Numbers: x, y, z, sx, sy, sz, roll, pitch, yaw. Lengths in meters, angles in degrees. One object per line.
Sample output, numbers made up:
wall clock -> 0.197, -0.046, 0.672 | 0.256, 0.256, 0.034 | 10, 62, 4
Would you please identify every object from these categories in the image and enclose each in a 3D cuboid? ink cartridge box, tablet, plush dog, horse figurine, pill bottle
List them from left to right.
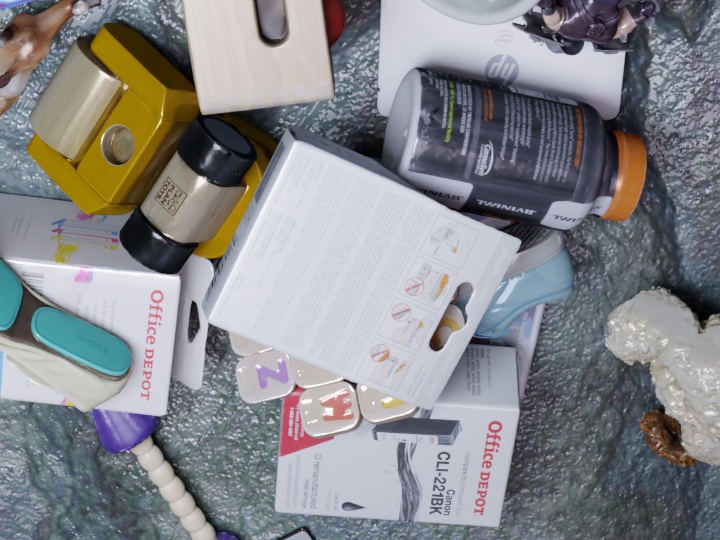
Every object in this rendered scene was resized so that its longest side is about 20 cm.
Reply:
horse figurine -> -0.284, -0.145, 1.468 | 0.050, 0.133, 0.200 | 39, 127, -8
ink cartridge box -> -0.222, 0.028, 1.540 | 0.199, 0.125, 0.129 | 7, 115, -6
ink cartridge box -> 0.000, 0.000, 1.456 | 0.199, 0.047, 0.161 | 23, 105, -17
ink cartridge box -> 0.031, 0.136, 1.608 | 0.199, 0.084, 0.145 | 4, 129, -3
tablet -> 0.114, -0.183, 1.517 | 0.199, 0.014, 0.131 | 1, 116, -2
pill bottle -> 0.124, -0.091, 1.501 | 0.199, 0.106, 0.107 | 11, 115, -11
plush dog -> 0.322, 0.103, 1.603 | 0.199, 0.161, 0.172 | -15, 142, 7

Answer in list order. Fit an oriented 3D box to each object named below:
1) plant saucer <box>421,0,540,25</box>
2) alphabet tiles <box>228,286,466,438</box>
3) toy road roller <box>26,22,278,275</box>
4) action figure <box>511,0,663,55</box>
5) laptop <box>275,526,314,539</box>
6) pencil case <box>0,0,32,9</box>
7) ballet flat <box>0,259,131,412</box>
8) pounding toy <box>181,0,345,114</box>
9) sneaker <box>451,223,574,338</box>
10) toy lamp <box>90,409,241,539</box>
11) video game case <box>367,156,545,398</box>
plant saucer -> 0.083, -0.285, 1.408 | 0.200, 0.050, 0.201 | 28, 135, 32
alphabet tiles -> -0.016, 0.029, 1.524 | 0.195, 0.015, 0.201 | -14, 76, 11
toy road roller -> -0.151, -0.094, 1.507 | 0.200, 0.146, 0.123 | 43, 110, 19
action figure -> 0.195, -0.225, 1.435 | 0.130, 0.070, 0.200 | -7, 157, -36
laptop -> -0.080, 0.374, 1.716 | 0.187, 0.116, 0.200 | -28, 113, 10
pencil case -> -0.269, -0.292, 1.413 | 0.086, 0.078, 0.201 | 2, 117, 15
ballet flat -> -0.268, 0.043, 1.446 | 0.200, 0.070, 0.070 | 37, 109, -18
pounding toy -> -0.061, -0.237, 1.390 | 0.141, 0.184, 0.201 | -7, 115, 1
sneaker -> 0.085, 0.031, 1.560 | 0.199, 0.074, 0.082 | -21, 113, 9
toy lamp -> -0.173, 0.182, 1.654 | 0.058, 0.058, 0.201 | -26, 113, 10
video game case -> 0.069, 0.009, 1.601 | 0.181, 0.023, 0.201 | 8, 115, -6
